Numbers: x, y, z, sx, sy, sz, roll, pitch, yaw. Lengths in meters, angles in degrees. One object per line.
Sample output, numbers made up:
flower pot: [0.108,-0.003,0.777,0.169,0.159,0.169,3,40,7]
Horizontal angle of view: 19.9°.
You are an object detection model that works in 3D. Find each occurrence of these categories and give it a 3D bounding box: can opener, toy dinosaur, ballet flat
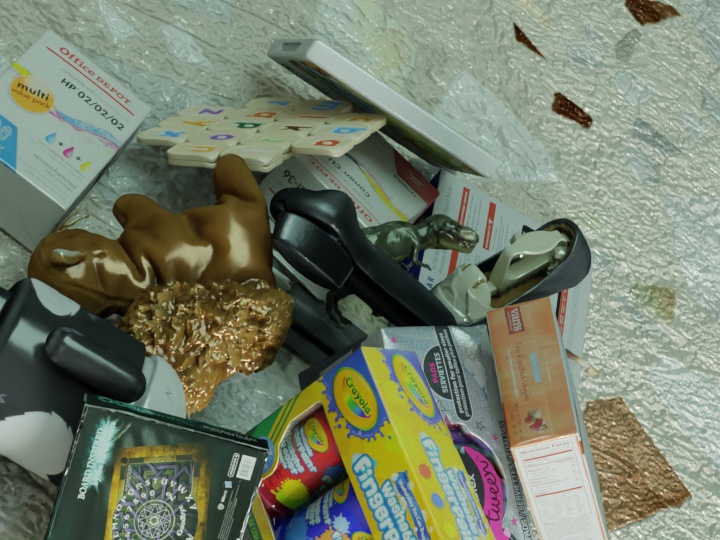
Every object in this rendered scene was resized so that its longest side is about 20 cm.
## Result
can opener: [0.000,0.000,1.672,0.200,0.063,0.079,39,68,-33]
toy dinosaur: [0.002,0.000,1.727,0.199,0.089,0.047,-5,16,-27]
can opener: [-0.053,0.029,1.765,0.200,0.053,0.067,39,43,-4]
ballet flat: [0.113,0.011,1.767,0.200,0.073,0.073,-27,73,-19]

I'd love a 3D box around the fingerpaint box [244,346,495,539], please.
fingerpaint box: [0.001,0.185,1.546,0.073,0.167,0.201,8,53,-50]

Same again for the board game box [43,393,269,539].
board game box: [-0.156,0.198,1.447,0.135,0.201,0.028,16,10,-10]

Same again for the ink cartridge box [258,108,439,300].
ink cartridge box: [-0.020,-0.060,1.819,0.116,0.068,0.200,44,28,2]

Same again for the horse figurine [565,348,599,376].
horse figurine: [0.120,0.104,1.785,0.132,0.050,0.200,41,62,-10]

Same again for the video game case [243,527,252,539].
video game case: [-0.136,0.212,1.580,0.182,0.023,0.200,33,44,-11]

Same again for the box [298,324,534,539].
box: [0.044,0.156,1.649,0.114,0.132,0.201,-1,71,-36]

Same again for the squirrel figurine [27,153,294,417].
squirrel figurine: [-0.161,0.018,1.622,0.186,0.142,0.200,-4,44,-30]

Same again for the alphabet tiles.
alphabet tiles: [-0.085,-0.119,1.789,0.195,0.015,0.200,4,19,21]

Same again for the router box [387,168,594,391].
router box: [0.123,0.025,1.904,0.179,0.049,0.200,29,44,-15]

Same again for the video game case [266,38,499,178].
video game case: [0.018,-0.149,1.864,0.200,0.023,0.182,33,-2,-15]

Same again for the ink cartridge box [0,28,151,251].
ink cartridge box: [-0.257,-0.122,1.725,0.115,0.068,0.200,38,42,-5]

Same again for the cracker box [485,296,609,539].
cracker box: [0.151,0.135,1.640,0.057,0.200,0.134,-12,50,6]

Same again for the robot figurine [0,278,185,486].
robot figurine: [-0.224,0.087,1.500,0.200,0.125,0.150,33,9,-14]
